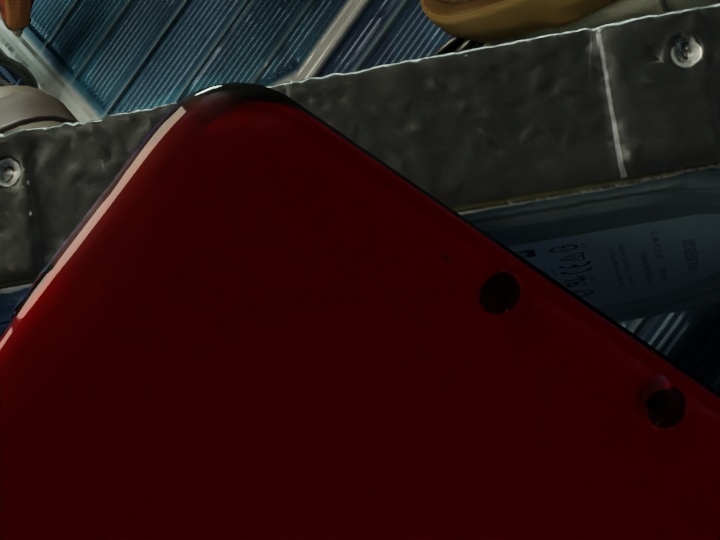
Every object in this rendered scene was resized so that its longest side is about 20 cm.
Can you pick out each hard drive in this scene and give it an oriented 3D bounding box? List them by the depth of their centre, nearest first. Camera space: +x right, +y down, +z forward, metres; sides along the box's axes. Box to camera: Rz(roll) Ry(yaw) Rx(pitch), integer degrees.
[{"bbox_3d":[0.001,-0.008,0.620,0.199,0.140,0.038,-9,77,7],"label":"hard drive"}]

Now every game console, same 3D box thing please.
[{"bbox_3d":[-0.025,0.060,0.608,0.172,0.200,0.119,-2,60,54],"label":"game console"}]

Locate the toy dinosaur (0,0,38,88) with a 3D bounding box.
[{"bbox_3d":[-0.170,-0.104,1.032,0.182,0.199,0.105,117,158,-71],"label":"toy dinosaur"}]

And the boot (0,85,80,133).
[{"bbox_3d":[-0.142,0.038,0.772,0.200,0.070,0.146,-30,38,11],"label":"boot"}]

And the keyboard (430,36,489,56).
[{"bbox_3d":[0.000,0.000,0.807,0.200,0.021,0.127,-39,35,26],"label":"keyboard"}]

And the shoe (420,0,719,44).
[{"bbox_3d":[0.089,-0.086,0.729,0.200,0.053,0.070,-10,49,53],"label":"shoe"}]
